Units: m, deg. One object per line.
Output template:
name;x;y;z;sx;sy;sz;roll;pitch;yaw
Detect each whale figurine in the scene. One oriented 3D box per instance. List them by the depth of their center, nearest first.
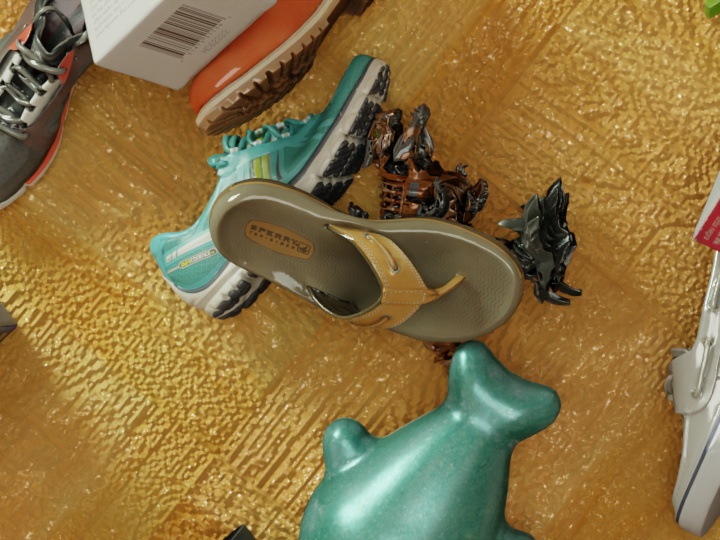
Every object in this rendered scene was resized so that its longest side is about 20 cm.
whale figurine;0.043;0.145;1.549;0.159;0.104;0.200;35;105;1

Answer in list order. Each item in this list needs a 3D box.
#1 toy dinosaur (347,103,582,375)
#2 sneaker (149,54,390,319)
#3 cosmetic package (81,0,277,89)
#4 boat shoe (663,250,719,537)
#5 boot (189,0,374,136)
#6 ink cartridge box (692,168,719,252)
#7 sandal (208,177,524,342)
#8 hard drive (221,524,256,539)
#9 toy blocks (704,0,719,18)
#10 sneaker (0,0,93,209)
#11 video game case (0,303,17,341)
toy dinosaur;0.066;-0.009;1.582;0.135;0.102;0.201;-12;118;16
sneaker;-0.056;-0.063;1.583;0.080;0.078;0.200;41;91;11
cosmetic package;-0.126;-0.225;1.524;0.101;0.071;0.201;-37;54;35
boat shoe;0.226;0.067;1.575;0.065;0.072;0.201;18;98;19
boot;-0.061;-0.175;1.564;0.107;0.075;0.200;39;66;1
ink cartridge box;0.327;-0.046;1.532;0.199;0.083;0.146;26;53;2
sandal;0.000;0.000;1.518;0.199;0.054;0.081;17;115;0
hard drive;-0.031;0.252;1.546;0.033;0.140;0.200;-38;89;2
toy blocks;0.264;-0.269;1.571;0.200;0.100;0.137;-35;77;1
sneaker;-0.212;-0.128;1.581;0.077;0.082;0.200;31;91;2
video game case;-0.313;0.086;1.535;0.200;0.181;0.045;-42;87;1
